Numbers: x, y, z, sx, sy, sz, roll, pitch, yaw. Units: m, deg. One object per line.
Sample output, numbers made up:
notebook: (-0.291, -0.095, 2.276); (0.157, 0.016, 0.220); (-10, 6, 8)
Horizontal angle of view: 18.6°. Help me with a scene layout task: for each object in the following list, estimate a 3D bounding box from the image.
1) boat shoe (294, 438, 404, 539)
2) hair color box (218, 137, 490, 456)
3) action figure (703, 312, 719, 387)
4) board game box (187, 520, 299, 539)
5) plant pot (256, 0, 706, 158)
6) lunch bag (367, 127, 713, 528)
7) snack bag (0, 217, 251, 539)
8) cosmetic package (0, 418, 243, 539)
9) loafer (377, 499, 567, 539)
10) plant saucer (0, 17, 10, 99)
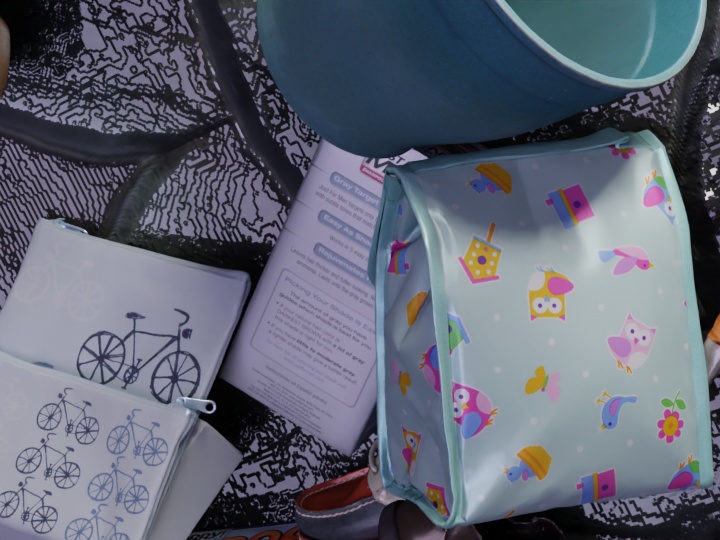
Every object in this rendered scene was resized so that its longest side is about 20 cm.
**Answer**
boat shoe: (0.043, 0.118, 1.334); (0.199, 0.071, 0.063); (-18, 114, 22)
hair color box: (0.000, 0.000, 1.323); (0.099, 0.061, 0.200); (31, 118, 11)
action figure: (0.271, 0.013, 1.187); (0.199, 0.105, 0.194); (19, 124, 19)
board game box: (-0.075, 0.202, 1.382); (0.199, 0.135, 0.035); (-10, 105, 25)
plant pot: (0.049, -0.154, 1.181); (0.188, 0.200, 0.200); (-27, 95, 43)
lunch bag: (0.096, 0.027, 1.216); (0.170, 0.122, 0.201); (-8, 98, -18)
snack bag: (-0.170, 0.070, 1.356); (0.188, 0.021, 0.201); (14, 75, 35)
cosmetic package: (-0.188, 0.158, 1.373); (0.151, 0.052, 0.200); (24, 75, 42)
loafer: (0.102, 0.189, 1.298); (0.200, 0.073, 0.071); (34, 124, -27)
plant saucer: (-0.273, -0.189, 1.324); (0.037, 0.200, 0.200); (-43, 87, -2)
